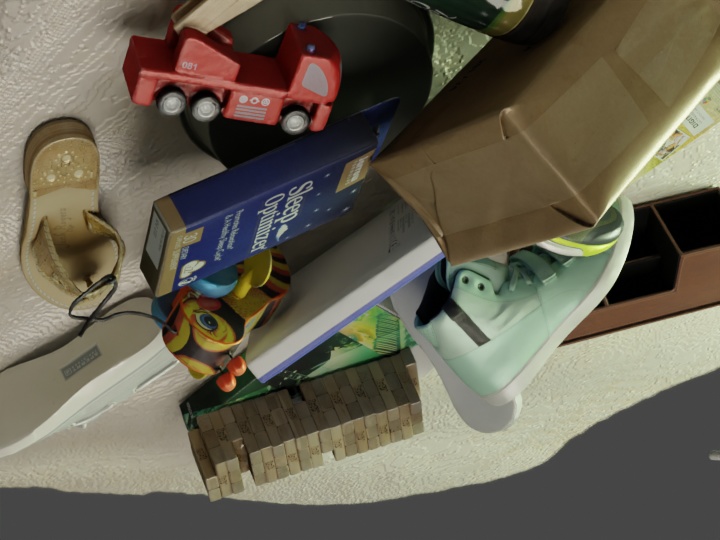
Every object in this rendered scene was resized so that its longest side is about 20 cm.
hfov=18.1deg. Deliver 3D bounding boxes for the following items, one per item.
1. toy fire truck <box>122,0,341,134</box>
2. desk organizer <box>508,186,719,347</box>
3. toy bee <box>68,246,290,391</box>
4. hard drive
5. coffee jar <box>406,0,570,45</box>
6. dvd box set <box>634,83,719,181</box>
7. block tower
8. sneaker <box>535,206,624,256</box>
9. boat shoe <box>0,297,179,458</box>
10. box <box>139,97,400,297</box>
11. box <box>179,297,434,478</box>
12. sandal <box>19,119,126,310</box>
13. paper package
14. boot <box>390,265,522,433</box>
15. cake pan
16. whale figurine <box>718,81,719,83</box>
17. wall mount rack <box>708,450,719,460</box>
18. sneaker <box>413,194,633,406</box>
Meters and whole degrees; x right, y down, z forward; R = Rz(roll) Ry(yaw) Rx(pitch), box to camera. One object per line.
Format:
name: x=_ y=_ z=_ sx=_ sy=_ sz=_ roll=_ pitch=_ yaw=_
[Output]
toy fire truck: x=-0.097 y=-0.171 z=1.519 sx=0.199 sy=0.049 sz=0.141 roll=7 pitch=125 yaw=-22
desk organizer: x=0.226 y=-0.002 z=1.924 sx=0.199 sy=0.072 sz=0.077 roll=-14 pitch=140 yaw=-14
toy bee: x=-0.114 y=0.043 z=1.709 sx=0.200 sy=0.109 sz=0.131 roll=-32 pitch=160 yaw=-31
hard drive: x=0.000 y=0.000 z=1.763 sx=0.200 sy=0.132 sz=0.025 roll=-35 pitch=107 yaw=14
coffee jar: x=0.047 y=-0.220 z=1.512 sx=0.200 sy=0.104 sz=0.086 roll=19 pitch=99 yaw=-33
dvd box set: x=0.196 y=-0.119 z=1.798 sx=0.200 sy=0.029 sz=0.146 roll=-36 pitch=141 yaw=14
block tower: x=-0.041 y=0.129 z=1.894 sx=0.199 sy=0.058 sz=0.054 roll=-19 pitch=144 yaw=-9
sneaker: x=0.128 y=-0.076 z=1.729 sx=0.200 sy=0.074 sz=0.081 roll=25 pitch=114 yaw=-28
boat shoe: x=-0.226 y=0.094 z=1.805 sx=0.200 sy=0.072 sz=0.069 roll=-37 pitch=142 yaw=2
box: x=-0.059 y=-0.053 z=1.618 sx=0.200 sy=0.032 sz=0.121 roll=-26 pitch=164 yaw=-19
box: x=-0.035 y=0.091 z=1.924 sx=0.200 sy=0.036 sz=0.144 roll=-40 pitch=141 yaw=18
sandal: x=-0.209 y=-0.014 z=1.672 sx=0.077 sy=0.070 sz=0.212 roll=-14 pitch=142 yaw=-12
paper package: x=0.137 y=-0.114 z=1.587 sx=0.200 sy=0.104 sz=0.190 roll=-48 pitch=-165 yaw=-28
boot: x=0.080 y=0.033 z=1.888 sx=0.073 sy=0.096 sz=0.200 roll=-17 pitch=112 yaw=14
cake pan: x=-0.034 y=-0.133 z=1.650 sx=0.200 sy=0.037 sz=0.201 roll=-15 pitch=142 yaw=-12
whale figurine: x=0.310 y=-0.182 z=1.728 sx=0.199 sy=0.104 sz=0.160 roll=-7 pitch=123 yaw=-12
wall mount rack: x=0.457 y=0.174 z=2.269 sx=0.174 sy=0.075 sz=0.200 roll=-41 pitch=140 yaw=16
sneaker: x=0.128 y=-0.004 z=1.798 sx=0.118 sy=0.074 sz=0.201 roll=40 pitch=81 yaw=-24
